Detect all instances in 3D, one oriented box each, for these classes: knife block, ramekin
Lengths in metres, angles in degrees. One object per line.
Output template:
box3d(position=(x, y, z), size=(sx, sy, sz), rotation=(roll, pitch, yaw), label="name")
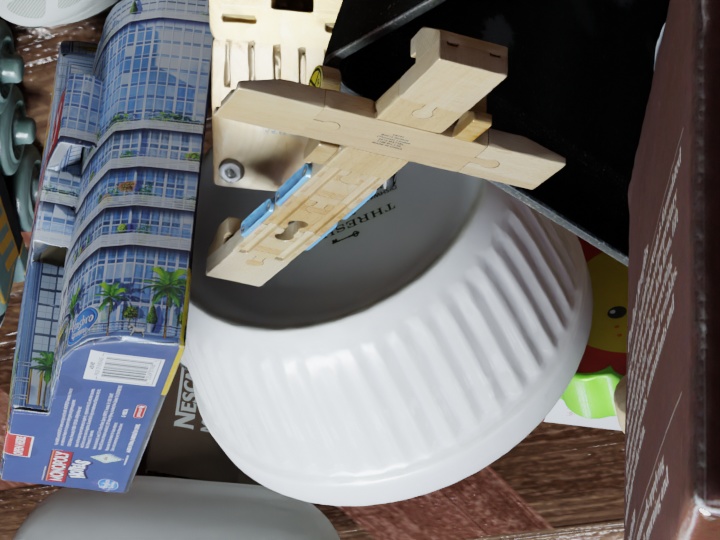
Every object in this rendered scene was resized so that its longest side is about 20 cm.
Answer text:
box3d(position=(-0.013, -0.115, 0.824), size=(0.064, 0.176, 0.200), rotation=(5, 125, 7), label="knife block")
box3d(position=(0.000, 0.000, 0.941), size=(0.200, 0.200, 0.105), rotation=(-7, 138, 21), label="ramekin")

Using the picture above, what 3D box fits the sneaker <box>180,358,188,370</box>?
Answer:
box3d(position=(-0.014, 0.043, 1.134), size=(0.200, 0.074, 0.079), rotation=(21, 141, -23), label="sneaker")

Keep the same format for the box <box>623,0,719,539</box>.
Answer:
box3d(position=(0.165, 0.020, 0.585), size=(0.164, 0.200, 0.166), rotation=(5, 150, 3), label="box")

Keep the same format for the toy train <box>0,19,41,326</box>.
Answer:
box3d(position=(-0.205, -0.043, 0.981), size=(0.085, 0.114, 0.200), rotation=(5, 149, 4), label="toy train")

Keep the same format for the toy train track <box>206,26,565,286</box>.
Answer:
box3d(position=(-0.007, -0.042, 0.687), size=(0.115, 0.033, 0.200), rotation=(12, 156, -22), label="toy train track")

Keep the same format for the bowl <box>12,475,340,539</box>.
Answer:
box3d(position=(-0.095, 0.180, 1.155), size=(0.199, 0.075, 0.200), rotation=(3, 148, 5), label="bowl")

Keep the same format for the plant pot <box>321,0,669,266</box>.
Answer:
box3d(position=(0.129, -0.132, 0.706), size=(0.199, 0.178, 0.200), rotation=(29, 142, -32), label="plant pot")

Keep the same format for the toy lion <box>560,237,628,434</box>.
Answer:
box3d(position=(0.177, 0.024, 0.968), size=(0.200, 0.192, 0.069), rotation=(-17, 124, 1), label="toy lion")

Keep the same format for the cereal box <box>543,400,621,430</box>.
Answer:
box3d(position=(0.173, 0.045, 1.129), size=(0.200, 0.040, 0.144), rotation=(5, 148, 2), label="cereal box")

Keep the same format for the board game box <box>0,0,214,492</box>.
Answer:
box3d(position=(-0.106, -0.031, 0.851), size=(0.062, 0.200, 0.200), rotation=(7, 156, -10), label="board game box")

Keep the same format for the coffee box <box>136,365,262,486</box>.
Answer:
box3d(position=(-0.105, 0.119, 1.236), size=(0.080, 0.113, 0.200), rotation=(13, 148, -11), label="coffee box")

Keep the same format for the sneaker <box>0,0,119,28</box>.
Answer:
box3d(position=(-0.117, -0.149, 0.770), size=(0.076, 0.115, 0.200), rotation=(53, 132, 2), label="sneaker")
